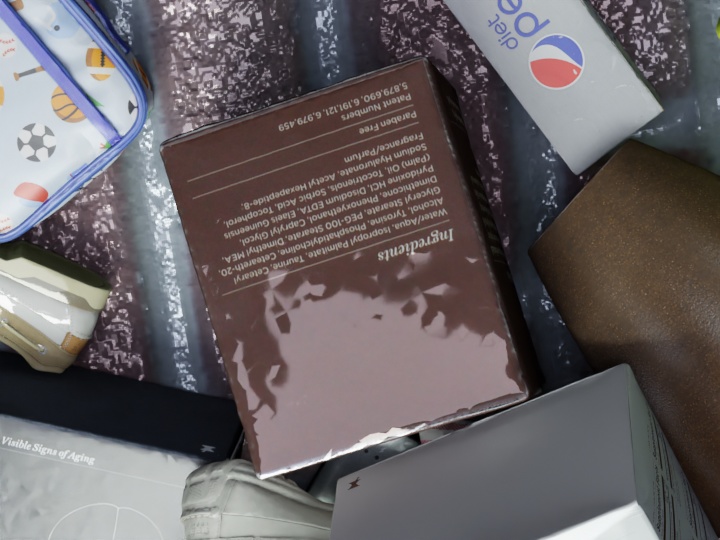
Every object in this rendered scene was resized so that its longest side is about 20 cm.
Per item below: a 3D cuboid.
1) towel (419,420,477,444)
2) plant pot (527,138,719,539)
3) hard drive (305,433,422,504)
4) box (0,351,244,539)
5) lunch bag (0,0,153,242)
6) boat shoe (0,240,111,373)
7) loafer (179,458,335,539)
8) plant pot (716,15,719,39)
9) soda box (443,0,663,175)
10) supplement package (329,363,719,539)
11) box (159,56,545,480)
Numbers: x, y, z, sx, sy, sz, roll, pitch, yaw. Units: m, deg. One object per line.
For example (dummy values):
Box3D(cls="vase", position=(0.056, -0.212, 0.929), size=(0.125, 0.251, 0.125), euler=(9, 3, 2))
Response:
Box3D(cls="towel", position=(0.109, 0.189, 1.345), size=(0.146, 0.030, 0.201), euler=(3, 105, 28))
Box3D(cls="plant pot", position=(0.202, 0.023, 1.287), size=(0.200, 0.187, 0.187), euler=(42, 103, 4))
Box3D(cls="hard drive", position=(0.010, 0.201, 1.407), size=(0.139, 0.033, 0.201), euler=(30, 104, -4))
Box3D(cls="box", position=(-0.188, 0.172, 1.368), size=(0.199, 0.124, 0.198), euler=(12, 105, 0))
Box3D(cls="lunch bag", position=(-0.229, -0.132, 1.325), size=(0.160, 0.076, 0.200), euler=(-38, 99, 10))
Box3D(cls="boat shoe", position=(-0.260, 0.002, 1.358), size=(0.199, 0.075, 0.069), euler=(24, 99, -3))
Box3D(cls="loafer", position=(-0.025, 0.174, 1.297), size=(0.199, 0.070, 0.070), euler=(23, 151, -31))
Box3D(cls="plant pot", position=(0.327, -0.161, 1.219), size=(0.199, 0.182, 0.200), euler=(38, 104, -5))
Box3D(cls="soda box", position=(0.096, -0.159, 1.297), size=(0.068, 0.063, 0.200), euler=(-37, 98, 12))
Box3D(cls="supplement package", position=(0.108, 0.198, 1.212), size=(0.191, 0.147, 0.201), euler=(-23, 113, 15))
Box3D(cls="box", position=(0.000, 0.000, 1.269), size=(0.163, 0.166, 0.201), euler=(-17, 86, 7))
